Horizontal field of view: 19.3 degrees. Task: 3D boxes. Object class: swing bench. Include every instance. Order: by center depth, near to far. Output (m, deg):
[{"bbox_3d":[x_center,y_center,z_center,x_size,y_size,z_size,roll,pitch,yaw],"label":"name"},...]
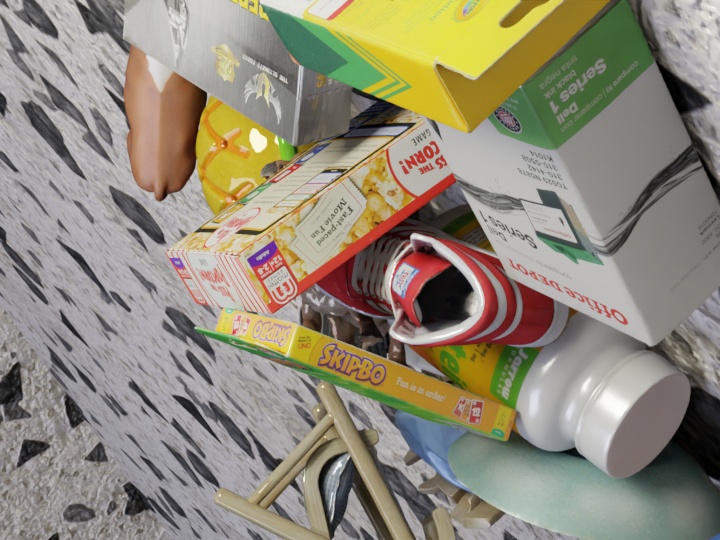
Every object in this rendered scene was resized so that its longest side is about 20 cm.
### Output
[{"bbox_3d":[-0.003,0.210,1.707,0.200,0.130,0.199,44,172,4],"label":"swing bench"}]

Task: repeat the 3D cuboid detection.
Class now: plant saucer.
[{"bbox_3d":[0.161,0.131,1.466,0.201,0.200,0.039,30,115,48],"label":"plant saucer"}]

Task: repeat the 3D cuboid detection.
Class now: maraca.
[{"bbox_3d":[-0.072,-0.104,1.577,0.137,0.106,0.202,-169,68,-70],"label":"maraca"}]

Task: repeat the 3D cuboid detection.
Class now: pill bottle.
[{"bbox_3d":[0.120,0.050,1.419,0.200,0.111,0.111,37,161,33],"label":"pill bottle"}]

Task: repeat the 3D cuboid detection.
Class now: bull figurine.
[{"bbox_3d":[-0.145,-0.157,1.622,0.122,0.065,0.202,-87,7,-66],"label":"bull figurine"}]

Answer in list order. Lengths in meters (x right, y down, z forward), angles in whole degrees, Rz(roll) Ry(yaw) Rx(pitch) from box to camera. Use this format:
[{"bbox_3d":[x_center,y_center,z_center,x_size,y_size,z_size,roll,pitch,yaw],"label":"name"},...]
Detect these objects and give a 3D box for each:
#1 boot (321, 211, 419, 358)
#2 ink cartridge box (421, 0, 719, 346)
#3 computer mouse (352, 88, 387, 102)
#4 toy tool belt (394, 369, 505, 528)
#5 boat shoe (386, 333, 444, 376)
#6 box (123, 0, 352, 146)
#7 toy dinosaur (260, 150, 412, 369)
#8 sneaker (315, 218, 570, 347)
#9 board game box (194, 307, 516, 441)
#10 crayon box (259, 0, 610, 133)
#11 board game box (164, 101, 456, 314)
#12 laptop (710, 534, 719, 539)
[{"bbox_3d":[-0.009,-0.022,1.649,0.132,0.069,0.201,-103,23,-51],"label":"boot"},{"bbox_3d":[0.115,-0.069,1.202,0.146,0.084,0.201,28,154,53],"label":"ink cartridge box"},{"bbox_3d":[-0.023,-0.165,1.401,0.200,0.053,0.139,37,160,34],"label":"computer mouse"},{"bbox_3d":[0.081,0.135,1.701,0.200,0.123,0.125,26,153,54],"label":"toy tool belt"},{"bbox_3d":[0.073,0.046,1.622,0.071,0.069,0.200,17,-179,-16],"label":"boat shoe"},{"bbox_3d":[-0.080,-0.192,1.367,0.200,0.048,0.160,34,129,41],"label":"box"},{"bbox_3d":[0.000,0.000,1.533,0.085,0.137,0.200,-1,163,21],"label":"toy dinosaur"},{"bbox_3d":[0.025,0.004,1.354,0.199,0.072,0.112,13,-175,35],"label":"sneaker"},{"bbox_3d":[-0.003,0.065,1.354,0.199,0.030,0.095,20,175,-33],"label":"board game box"},{"bbox_3d":[0.050,-0.145,1.119,0.200,0.127,0.051,29,156,51],"label":"crayon box"},{"bbox_3d":[-0.018,-0.048,1.386,0.047,0.199,0.151,59,163,-14],"label":"board game box"},{"bbox_3d":[0.275,0.263,1.507,0.115,0.200,0.188,-25,112,31],"label":"laptop"}]
